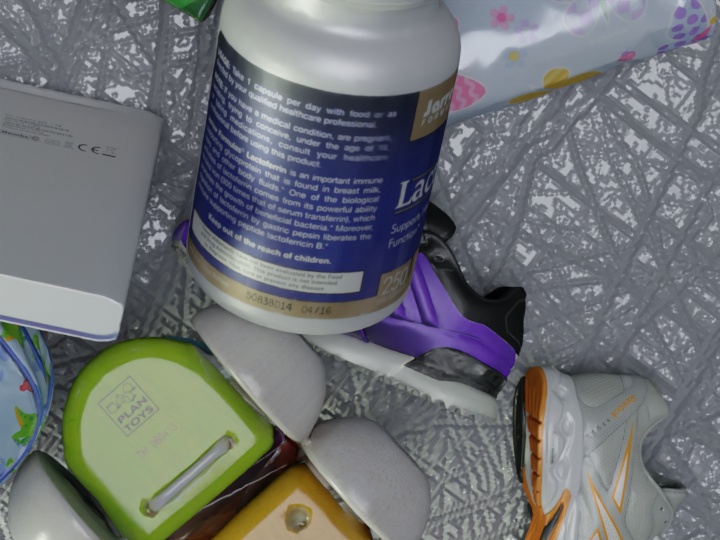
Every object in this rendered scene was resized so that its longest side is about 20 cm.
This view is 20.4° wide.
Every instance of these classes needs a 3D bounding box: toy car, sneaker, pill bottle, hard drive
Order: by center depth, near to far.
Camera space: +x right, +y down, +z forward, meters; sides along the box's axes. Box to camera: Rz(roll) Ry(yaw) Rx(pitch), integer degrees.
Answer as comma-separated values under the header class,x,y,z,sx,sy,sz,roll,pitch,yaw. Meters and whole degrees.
class,x,y,z,sx,sy,sz,roll,pitch,yaw
pill bottle,-0.016,-0.079,0.951,0.116,0.116,0.200,8,123,-6
hard drive,-0.172,-0.038,0.985,0.132,0.200,0.025,12,119,-6
toy car,-0.075,0.113,1.043,0.175,0.150,0.200,-42,104,0
sneaker,0.000,0.000,1.076,0.200,0.070,0.100,26,88,-10
sneaker,0.137,0.151,1.106,0.092,0.076,0.200,-3,101,-9

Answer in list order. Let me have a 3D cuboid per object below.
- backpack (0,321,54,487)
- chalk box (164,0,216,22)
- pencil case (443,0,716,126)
class,x,y,z,sx,sy,sz,roll,pitch,yaw
backpack,-0.242,0.079,0.966,0.200,0.154,0.163,-36,93,-30
chalk box,-0.080,-0.245,0.958,0.124,0.125,0.200,28,105,-15
pencil case,0.085,-0.135,1.048,0.200,0.083,0.091,-18,82,-1
